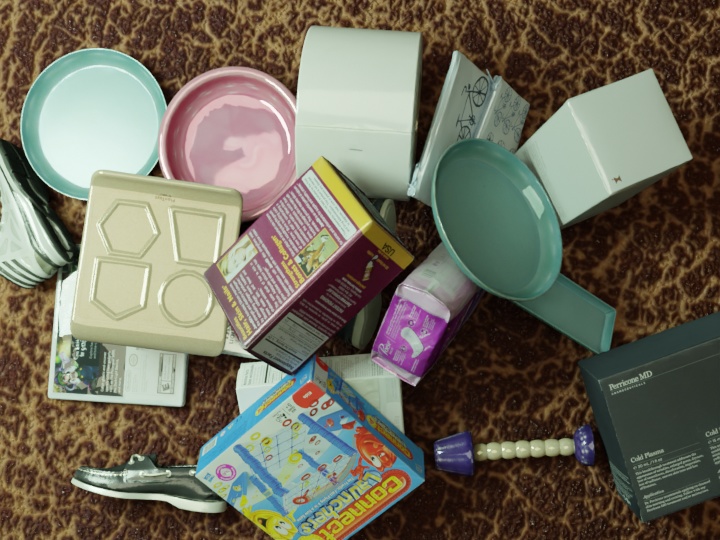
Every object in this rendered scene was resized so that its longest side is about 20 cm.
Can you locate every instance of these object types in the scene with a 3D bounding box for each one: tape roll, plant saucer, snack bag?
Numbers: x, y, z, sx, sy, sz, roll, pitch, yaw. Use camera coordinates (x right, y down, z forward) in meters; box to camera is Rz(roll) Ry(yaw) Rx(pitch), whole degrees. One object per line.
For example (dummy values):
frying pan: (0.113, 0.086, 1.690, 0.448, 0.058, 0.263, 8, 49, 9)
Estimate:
tape roll: (0.002, -0.191, 1.207, 0.137, 0.203, 0.206, 4, 85, 4)
plant saucer: (-0.350, -0.192, 1.311, 0.196, 0.027, 0.204, 0, 84, 2)
plant saucer: (-0.163, -0.161, 1.288, 0.197, 0.051, 0.204, 0, 84, 2)
snack bag: (0.139, -0.152, 1.213, 0.021, 0.199, 0.191, 16, 85, 36)
plant saucer: (0.155, -0.056, 1.146, 0.198, 0.027, 0.203, 19, 58, -32)
plant saucer: (0.238, 0.038, 1.216, 0.199, 0.019, 0.071, 31, 63, -26)

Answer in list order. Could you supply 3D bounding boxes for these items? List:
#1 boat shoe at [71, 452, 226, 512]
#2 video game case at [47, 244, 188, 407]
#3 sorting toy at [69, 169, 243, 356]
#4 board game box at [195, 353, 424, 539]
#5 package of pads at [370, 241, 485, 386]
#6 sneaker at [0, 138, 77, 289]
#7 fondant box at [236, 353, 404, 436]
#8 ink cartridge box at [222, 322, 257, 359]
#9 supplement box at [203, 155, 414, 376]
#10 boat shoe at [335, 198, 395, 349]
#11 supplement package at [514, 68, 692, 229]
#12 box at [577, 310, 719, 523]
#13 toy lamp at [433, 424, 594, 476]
boat shoe: (-0.262, 0.260, 1.245, 0.196, 0.074, 0.061, 9, 85, 0)
video game case: (-0.311, 0.071, 1.289, 0.179, 0.023, 0.204, 3, 86, 2)
sorting toy: (-0.241, -0.008, 1.179, 0.182, 0.036, 0.204, 7, 88, -7)
board game box: (-0.059, 0.230, 1.177, 0.200, 0.056, 0.196, -41, 110, 19)
package of pads: (0.094, 0.034, 1.172, 0.075, 0.200, 0.122, 29, 123, 13)
sneaker: (-0.459, -0.067, 1.282, 0.115, 0.076, 0.202, -34, 73, 12)
fondant box: (-0.044, 0.181, 1.215, 0.196, 0.059, 0.146, -4, 119, 3)
ink cartridge box: (-0.197, 0.025, 1.239, 0.197, 0.083, 0.148, 10, 84, -7)
supplement box: (-0.060, -0.004, 1.115, 0.200, 0.103, 0.131, -43, 51, 8)
boat shoe: (0.000, 0.000, 1.232, 0.061, 0.075, 0.203, 21, 121, 19)
supplement package: (0.282, -0.136, 1.182, 0.116, 0.200, 0.118, -21, 84, -12)
box: (0.390, 0.172, 1.190, 0.197, 0.104, 0.185, -19, 98, 1)
toy lamp: (0.190, 0.226, 1.235, 0.196, 0.058, 0.059, -3, 85, 3)
